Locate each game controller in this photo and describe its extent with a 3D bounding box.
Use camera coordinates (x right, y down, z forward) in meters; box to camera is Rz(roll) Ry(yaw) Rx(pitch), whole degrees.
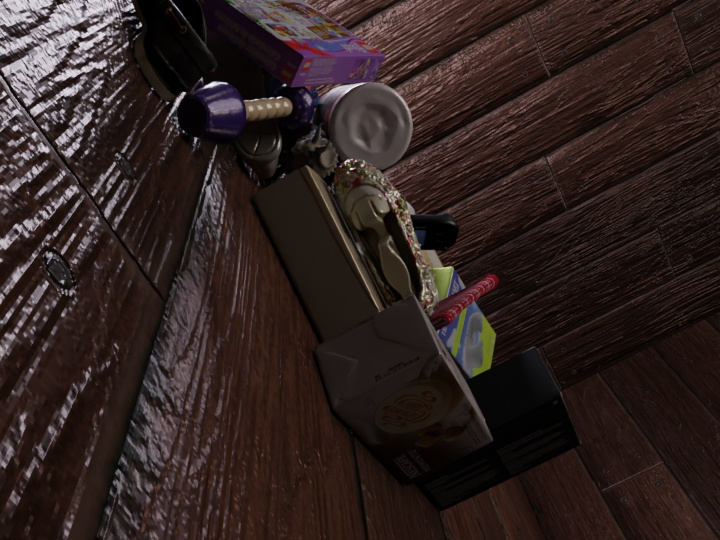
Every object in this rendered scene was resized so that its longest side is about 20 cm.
[{"bbox_3d":[0.035,-0.053,1.072,0.104,0.198,0.043,82,8,-81],"label":"game controller"}]

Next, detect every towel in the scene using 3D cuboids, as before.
[{"bbox_3d":[0.084,0.063,0.938,0.023,0.144,0.200,59,28,2],"label":"towel"}]

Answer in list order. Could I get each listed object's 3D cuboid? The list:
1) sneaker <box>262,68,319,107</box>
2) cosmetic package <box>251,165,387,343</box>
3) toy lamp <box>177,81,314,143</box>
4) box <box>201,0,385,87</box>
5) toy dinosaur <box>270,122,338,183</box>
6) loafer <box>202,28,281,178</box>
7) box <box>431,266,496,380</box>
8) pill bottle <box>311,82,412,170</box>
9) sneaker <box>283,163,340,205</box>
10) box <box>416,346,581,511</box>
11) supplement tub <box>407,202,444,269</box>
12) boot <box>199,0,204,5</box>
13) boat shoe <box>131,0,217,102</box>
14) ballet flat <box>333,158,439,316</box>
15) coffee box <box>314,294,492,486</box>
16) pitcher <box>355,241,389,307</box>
[{"bbox_3d":[-0.096,-0.247,1.009,0.200,0.075,0.079,-83,173,-69],"label":"sneaker"},{"bbox_3d":[-0.035,-0.004,0.847,0.201,0.073,0.104,62,6,5],"label":"cosmetic package"},{"bbox_3d":[-0.110,-0.158,0.758,0.059,0.058,0.200,62,24,-3],"label":"toy lamp"},{"bbox_3d":[-0.072,-0.265,0.887,0.137,0.039,0.200,37,28,14],"label":"box"},{"bbox_3d":[-0.076,-0.148,0.976,0.077,0.102,0.200,60,8,-23],"label":"toy dinosaur"},{"bbox_3d":[-0.139,-0.199,0.898,0.063,0.071,0.201,93,-21,-69],"label":"loafer"},{"bbox_3d":[0.137,0.089,1.140,0.200,0.047,0.123,52,43,-40],"label":"box"},{"bbox_3d":[-0.007,-0.198,1.058,0.111,0.110,0.200,60,-6,-16],"label":"pill bottle"},{"bbox_3d":[-0.047,-0.126,1.113,0.070,0.099,0.200,64,5,-4],"label":"sneaker"},{"bbox_3d":[0.154,0.197,0.945,0.141,0.199,0.079,56,9,-49],"label":"box"},{"bbox_3d":[0.057,0.008,1.216,0.201,0.144,0.145,61,6,-16],"label":"supplement tub"},{"bbox_3d":[-0.173,-0.330,1.118,0.200,0.072,0.155,58,10,-43],"label":"boot"},{"bbox_3d":[-0.173,-0.230,0.723,0.074,0.063,0.202,53,9,-41],"label":"boat shoe"},{"bbox_3d":[0.027,-0.038,0.846,0.201,0.075,0.064,60,13,7],"label":"ballet flat"},{"bbox_3d":[0.049,0.129,0.790,0.200,0.114,0.080,57,7,-49],"label":"coffee box"},{"bbox_3d":[0.000,0.000,0.995,0.171,0.121,0.200,43,11,7],"label":"pitcher"}]
